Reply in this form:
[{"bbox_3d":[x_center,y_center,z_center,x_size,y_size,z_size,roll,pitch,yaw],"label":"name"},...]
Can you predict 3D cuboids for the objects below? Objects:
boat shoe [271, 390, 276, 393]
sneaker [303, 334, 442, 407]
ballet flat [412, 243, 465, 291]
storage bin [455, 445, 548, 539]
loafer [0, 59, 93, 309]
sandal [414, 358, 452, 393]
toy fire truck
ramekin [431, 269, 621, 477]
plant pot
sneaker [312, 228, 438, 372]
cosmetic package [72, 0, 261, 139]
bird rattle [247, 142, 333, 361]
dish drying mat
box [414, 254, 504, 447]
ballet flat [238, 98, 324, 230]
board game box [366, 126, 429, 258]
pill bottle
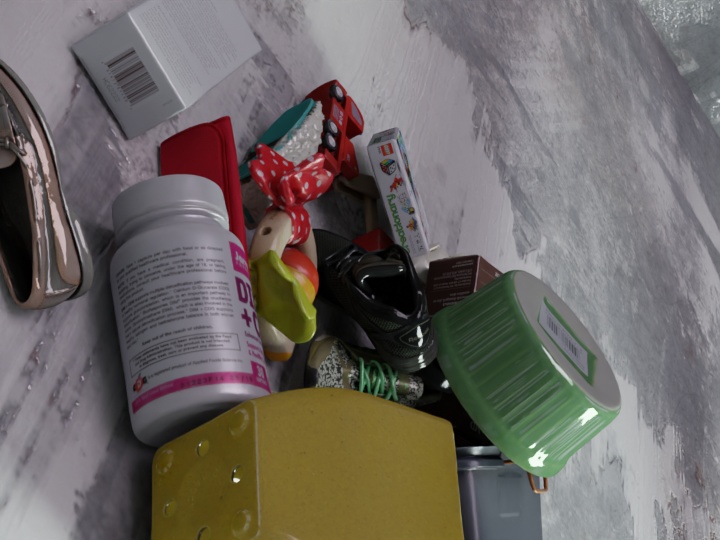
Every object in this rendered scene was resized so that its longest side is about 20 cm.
[{"bbox_3d":[-0.068,0.138,1.322,0.200,0.062,0.074,23,49,-54],"label":"boat shoe"},{"bbox_3d":[0.016,0.103,1.459,0.200,0.088,0.077,10,81,-59],"label":"sneaker"},{"bbox_3d":[0.082,-0.001,1.718,0.200,0.067,0.068,5,56,-61],"label":"ballet flat"},{"bbox_3d":[0.121,0.251,1.513,0.200,0.145,0.135,12,67,-59],"label":"storage bin"},{"bbox_3d":[-0.264,-0.067,1.130,0.063,0.072,0.201,-28,96,-57],"label":"loafer"},{"bbox_3d":[0.040,0.048,1.520,0.200,0.048,0.075,43,11,36],"label":"sandal"},{"bbox_3d":[-0.014,-0.101,1.644,0.141,0.049,0.201,49,30,-31],"label":"toy fire truck"},{"bbox_3d":[0.169,0.095,1.494,0.200,0.098,0.200,43,21,-21],"label":"ramekin"},{"bbox_3d":[-0.054,0.202,1.165,0.200,0.194,0.196,31,42,-40],"label":"plant pot"},{"bbox_3d":[0.000,0.000,1.452,0.199,0.076,0.115,46,-23,37],"label":"sneaker"},{"bbox_3d":[-0.176,-0.208,1.405,0.102,0.071,0.200,59,27,-12],"label":"cosmetic package"},{"bbox_3d":[-0.080,-0.010,1.388,0.163,0.112,0.201,77,16,-48],"label":"bird rattle"},{"bbox_3d":[-0.139,-0.042,1.328,0.018,0.076,0.201,40,35,-54],"label":"dish drying mat"},{"bbox_3d":[0.114,0.094,1.631,0.100,0.075,0.201,33,60,-44],"label":"box"},{"bbox_3d":[-0.083,-0.102,1.501,0.072,0.072,0.200,57,35,-16],"label":"ballet flat"},{"bbox_3d":[0.043,-0.089,1.663,0.200,0.034,0.127,-72,145,-81],"label":"board game box"},{"bbox_3d":[-0.142,0.032,1.216,0.113,0.113,0.201,23,48,-54],"label":"pill bottle"}]
